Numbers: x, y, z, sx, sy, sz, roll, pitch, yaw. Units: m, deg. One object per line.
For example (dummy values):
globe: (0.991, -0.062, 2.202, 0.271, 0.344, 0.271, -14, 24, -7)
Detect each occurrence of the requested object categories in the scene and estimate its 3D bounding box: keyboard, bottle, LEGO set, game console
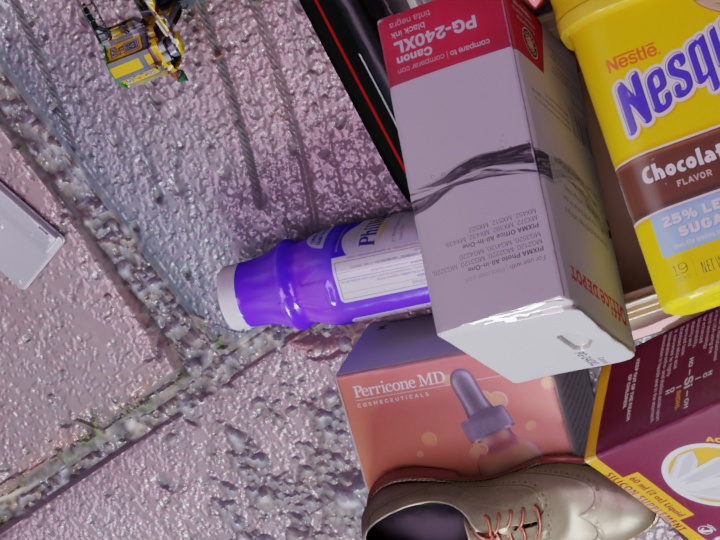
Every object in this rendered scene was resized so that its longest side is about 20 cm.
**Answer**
keyboard: (-0.309, -0.069, 1.558, 0.200, 0.011, 0.056, 41, 118, -2)
bottle: (0.000, 0.000, 1.464, 0.200, 0.084, 0.065, -12, 106, 18)
LEGO set: (-0.131, -0.229, 1.382, 0.116, 0.154, 0.200, -19, 107, 19)
game console: (0.012, -0.125, 1.369, 0.031, 0.177, 0.200, -30, 101, -5)

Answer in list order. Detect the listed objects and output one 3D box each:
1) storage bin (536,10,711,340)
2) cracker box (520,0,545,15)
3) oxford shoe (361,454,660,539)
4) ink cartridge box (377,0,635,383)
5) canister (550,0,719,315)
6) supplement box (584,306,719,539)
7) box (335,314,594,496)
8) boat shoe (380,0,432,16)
storage bin: (0.160, -0.063, 1.343, 0.198, 0.094, 0.200, -19, 71, 17)
cracker box: (0.146, -0.251, 1.284, 0.058, 0.134, 0.200, 37, 97, 1)
oxford shoe: (0.097, 0.168, 1.385, 0.200, 0.075, 0.071, -7, 104, 13)
ink cartridge box: (0.087, -0.046, 1.237, 0.083, 0.145, 0.200, -16, 70, 19)
canister: (0.210, -0.089, 1.220, 0.148, 0.087, 0.200, -19, 79, 11)
supplement box: (0.252, 0.082, 1.315, 0.110, 0.086, 0.200, 36, 137, -23)
box: (0.088, 0.132, 1.475, 0.152, 0.106, 0.200, -12, 106, 18)
boat shoe: (0.019, -0.215, 1.365, 0.060, 0.072, 0.202, -32, 71, 37)
